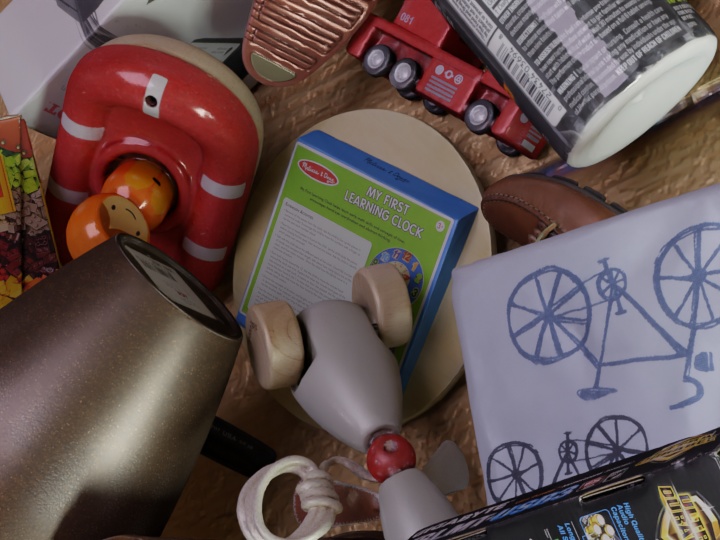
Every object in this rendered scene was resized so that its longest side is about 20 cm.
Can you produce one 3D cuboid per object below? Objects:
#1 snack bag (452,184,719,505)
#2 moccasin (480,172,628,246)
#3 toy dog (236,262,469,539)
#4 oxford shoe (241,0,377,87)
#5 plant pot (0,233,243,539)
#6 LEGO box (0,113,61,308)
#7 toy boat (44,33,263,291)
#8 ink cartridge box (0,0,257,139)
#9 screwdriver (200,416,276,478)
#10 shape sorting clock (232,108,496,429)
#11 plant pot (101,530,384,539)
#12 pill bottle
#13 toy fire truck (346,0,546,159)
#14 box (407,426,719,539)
[{"bbox_3d":[0.134,0.071,0.780,0.188,0.021,0.202,-19,73,38],"label":"snack bag"},{"bbox_3d":[0.132,0.015,0.860,0.078,0.074,0.201,-44,58,-5],"label":"moccasin"},{"bbox_3d":[-0.002,0.095,0.893,0.130,0.097,0.201,2,53,-3],"label":"toy dog"},{"bbox_3d":[-0.018,-0.209,0.997,0.201,0.070,0.074,-60,25,7],"label":"oxford shoe"},{"bbox_3d":[-0.165,0.084,0.907,0.200,0.187,0.187,-51,53,8],"label":"plant pot"},{"bbox_3d":[-0.264,-0.014,1.075,0.200,0.077,0.150,-8,96,68],"label":"LEGO box"},{"bbox_3d":[-0.143,-0.045,1.000,0.129,0.131,0.201,21,128,2],"label":"toy boat"},{"bbox_3d":[-0.133,-0.170,1.069,0.200,0.145,0.084,-41,56,19],"label":"ink cartridge box"},{"bbox_3d":[-0.143,0.082,0.992,0.029,0.199,0.028,-67,9,-8],"label":"screwdriver"},{"bbox_3d":[0.000,0.000,0.985,0.199,0.039,0.202,-2,86,38],"label":"shape sorting clock"},{"bbox_3d":[-0.064,0.227,0.852,0.199,0.197,0.202,-16,65,38],"label":"plant pot"},{"bbox_3d":[0.095,-0.164,0.873,0.106,0.106,0.201,-42,75,18],"label":"pill bottle"},{"bbox_3d":[0.064,-0.168,0.985,0.199,0.049,0.142,33,95,37],"label":"toy fire truck"},{"bbox_3d":[0.129,0.192,0.729,0.198,0.050,0.201,-27,89,36],"label":"box"}]
